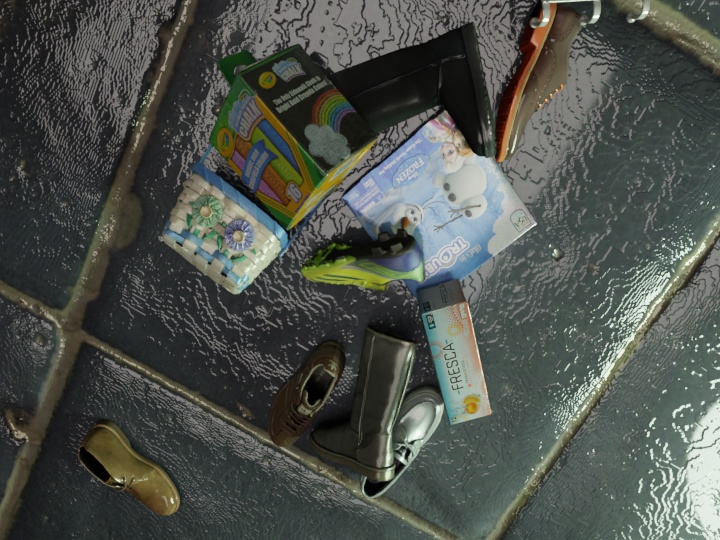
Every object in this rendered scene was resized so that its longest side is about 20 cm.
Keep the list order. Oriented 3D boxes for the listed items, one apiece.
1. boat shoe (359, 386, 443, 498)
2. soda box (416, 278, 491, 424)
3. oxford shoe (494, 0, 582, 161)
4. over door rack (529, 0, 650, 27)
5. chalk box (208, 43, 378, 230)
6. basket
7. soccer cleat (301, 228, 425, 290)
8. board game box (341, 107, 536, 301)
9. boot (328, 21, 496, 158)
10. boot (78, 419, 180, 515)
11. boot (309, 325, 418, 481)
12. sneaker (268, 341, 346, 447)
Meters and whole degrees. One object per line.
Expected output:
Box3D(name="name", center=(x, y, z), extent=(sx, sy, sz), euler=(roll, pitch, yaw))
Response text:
Box3D(name="boat shoe", center=(0.064, 0.274, 0.891), extent=(0.069, 0.072, 0.203), euler=(33, 106, -5))
Box3D(name="soda box", center=(0.134, 0.119, 0.823), extent=(0.066, 0.064, 0.205), euler=(-14, 117, 5))
Box3D(name="oxford shoe", center=(0.226, -0.233, 0.734), extent=(0.070, 0.071, 0.206), euler=(17, 106, -4))
Box3D(name="over door rack", center=(0.256, -0.392, 0.676), extent=(0.142, 0.067, 0.208), euler=(-8, 93, -10))
Box3D(name="chalk box", center=(-0.100, -0.183, 0.721), extent=(0.201, 0.125, 0.124), euler=(48, 137, 0))
Box3D(name="basket", center=(-0.158, -0.084, 0.784), extent=(0.174, 0.139, 0.204), euler=(33, 72, -6))
Box3D(name="soccer cleat", center=(0.000, 0.001, 0.797), extent=(0.195, 0.065, 0.085), euler=(-9, 122, 34))
Box3D(name="board game box", center=(0.107, -0.087, 0.799), extent=(0.198, 0.044, 0.201), euler=(-37, 100, 14))
Box3D(name="boot", center=(0.063, -0.200, 0.725), extent=(0.194, 0.065, 0.171), euler=(-12, 79, 19))
Box3D(name="boot", center=(-0.385, 0.346, 0.951), extent=(0.073, 0.076, 0.201), euler=(-40, 100, 13))
Box3D(name="boot", center=(0.001, 0.188, 0.866), extent=(0.177, 0.072, 0.208), euler=(7, 96, 37))
Box3D(name="sneaker", center=(-0.091, 0.200, 0.882), extent=(0.069, 0.076, 0.203), euler=(29, 106, -4))
